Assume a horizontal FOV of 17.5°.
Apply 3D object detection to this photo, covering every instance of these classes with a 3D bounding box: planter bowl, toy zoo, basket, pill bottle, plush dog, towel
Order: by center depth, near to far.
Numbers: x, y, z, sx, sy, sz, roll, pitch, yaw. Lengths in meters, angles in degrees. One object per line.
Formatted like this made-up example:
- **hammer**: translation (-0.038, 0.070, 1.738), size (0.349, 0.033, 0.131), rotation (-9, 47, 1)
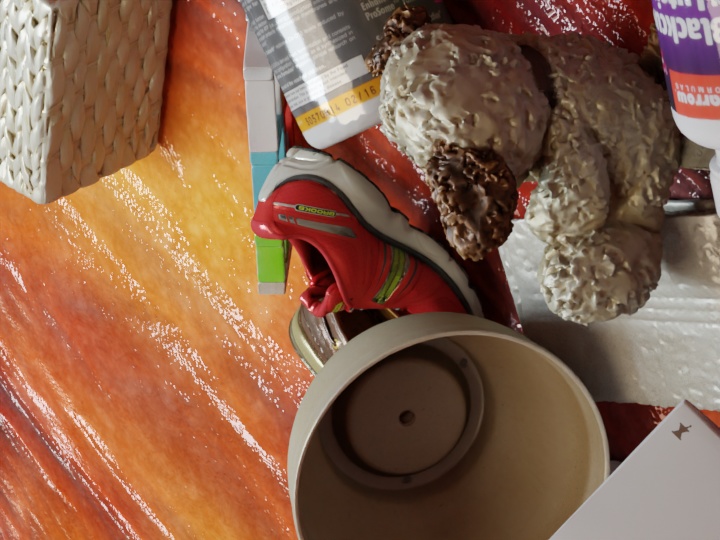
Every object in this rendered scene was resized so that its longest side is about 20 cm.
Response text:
- **pill bottle**: translation (0.210, -0.129, 1.216), size (0.111, 0.111, 0.200), rotation (8, 118, 48)
- **plush dog**: translation (0.091, -0.085, 1.324), size (0.161, 0.172, 0.200), rotation (-60, 40, 34)
- **towel**: translation (0.168, 0.022, 1.428), size (0.200, 0.034, 0.133), rotation (2, 115, 51)
- **pill bottle**: translation (-0.020, -0.186, 1.458), size (0.116, 0.116, 0.200), rotation (-20, 96, 54)
- **planter bowl**: translation (0.042, 0.110, 1.480), size (0.135, 0.200, 0.201), rotation (-126, 23, -67)
- **toy zoo**: translation (-0.060, -0.102, 1.567), size (0.020, 0.131, 0.200), rotation (-1, 119, 3)
- **basket**: translation (-0.224, -0.165, 1.706), size (0.123, 0.135, 0.200), rotation (36, 137, 29)

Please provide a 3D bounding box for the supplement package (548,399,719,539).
- **supplement package**: translation (0.202, 0.169, 1.321), size (0.121, 0.120, 0.200), rotation (46, -176, 23)

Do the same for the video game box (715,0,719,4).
- **video game box**: translation (0.194, -0.226, 1.121), size (0.200, 0.182, 0.047), rotation (41, 167, 26)

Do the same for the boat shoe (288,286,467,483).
- **boat shoe**: translation (0.025, 0.077, 1.605), size (0.200, 0.072, 0.068), rotation (47, 143, 24)

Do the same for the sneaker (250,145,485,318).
- **sneaker**: translation (0.000, 0.000, 1.524), size (0.200, 0.085, 0.077), rotation (40, 169, -33)

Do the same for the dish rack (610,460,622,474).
- **dish rack**: translation (0.182, 0.240, 1.542), size (0.200, 0.044, 0.172), rotation (52, 142, 13)
